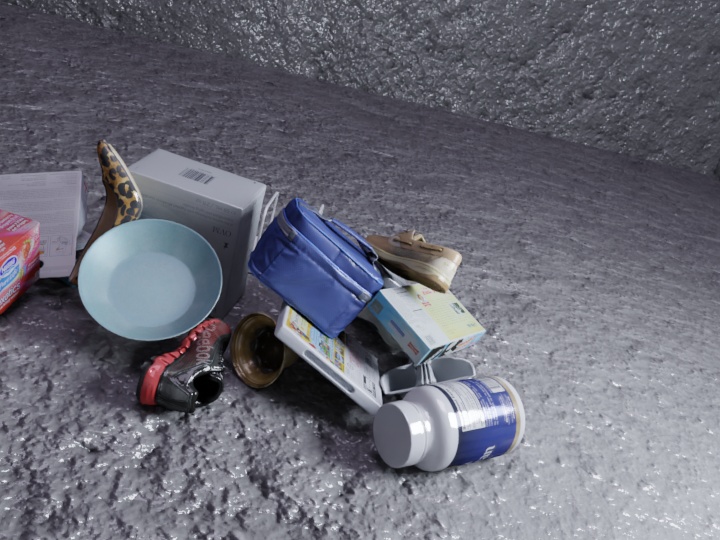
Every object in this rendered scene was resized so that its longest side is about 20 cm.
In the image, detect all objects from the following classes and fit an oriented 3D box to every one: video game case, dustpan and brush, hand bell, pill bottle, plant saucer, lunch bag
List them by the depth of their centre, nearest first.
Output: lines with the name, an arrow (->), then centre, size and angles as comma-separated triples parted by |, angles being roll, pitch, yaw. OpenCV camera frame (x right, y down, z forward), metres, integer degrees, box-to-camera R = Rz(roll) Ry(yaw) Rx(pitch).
pill bottle -> 0.118, 0.209, 1.105 | 0.197, 0.113, 0.111 | -2, 29, -36
plant saucer -> -0.296, 0.019, 1.157 | 0.197, 0.039, 0.204 | 7, 55, -9
video game case -> -0.044, 0.113, 1.186 | 0.181, 0.023, 0.200 | 41, 10, -10
lunch bag -> -0.054, -0.008, 1.211 | 0.199, 0.133, 0.136 | 39, 10, -15
hand bell -> -0.091, 0.117, 1.233 | 0.103, 0.106, 0.199 | 31, 15, 31
dustpan and brush -> 0.094, 0.152, 1.254 | 0.137, 0.058, 0.200 | -11, -9, -2
video game case -> 0.087, 0.033, 1.402 | 0.199, 0.022, 0.183 | 38, 11, -23

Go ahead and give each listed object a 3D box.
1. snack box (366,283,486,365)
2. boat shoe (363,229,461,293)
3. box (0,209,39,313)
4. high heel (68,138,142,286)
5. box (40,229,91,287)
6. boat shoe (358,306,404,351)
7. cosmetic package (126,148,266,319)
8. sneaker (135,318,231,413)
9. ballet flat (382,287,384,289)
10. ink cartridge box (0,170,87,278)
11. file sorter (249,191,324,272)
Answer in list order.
snack box -> 0.104, 0.074, 1.237 | 0.116, 0.037, 0.199 | 49, 26, 20
boat shoe -> 0.078, -0.024, 1.250 | 0.199, 0.065, 0.071 | 26, -11, 47
box -> -0.528, 0.005, 1.108 | 0.094, 0.101, 0.201 | 18, 32, 4
high heel -> -0.389, -0.077, 1.197 | 0.141, 0.203, 0.071 | -25, 25, -19
box -> -0.499, -0.045, 1.334 | 0.198, 0.050, 0.082 | 28, 27, 25
boat shoe -> 0.054, 0.082, 1.388 | 0.199, 0.074, 0.061 | 30, 4, 39
cosmetic package -> -0.278, -0.059, 1.319 | 0.196, 0.203, 0.123 | 18, 27, 5
sneaker -> -0.215, 0.131, 1.107 | 0.096, 0.072, 0.200 | 21, 26, 11
ballet flat -> 0.000, 0.000, 1.467 | 0.198, 0.067, 0.069 | 27, 44, -20
ink cartridge box -> -0.515, -0.062, 1.280 | 0.159, 0.050, 0.203 | -4, 61, -7
file sorter -> -0.178, -0.077, 1.523 | 0.197, 0.126, 0.139 | 16, 23, 0
